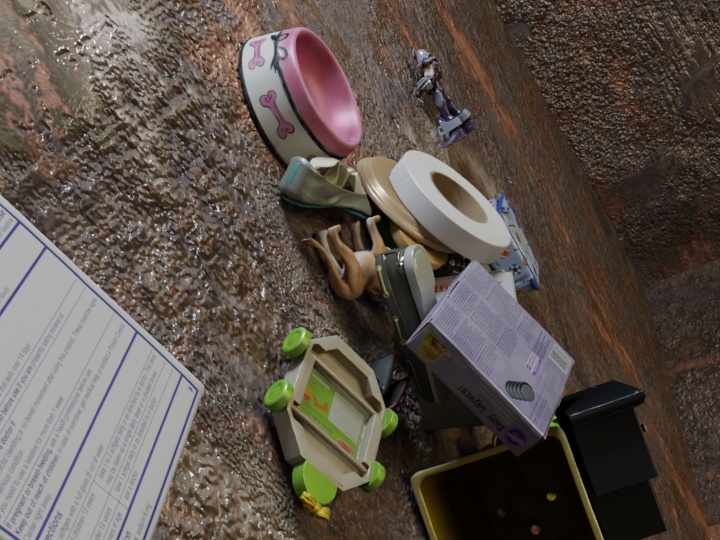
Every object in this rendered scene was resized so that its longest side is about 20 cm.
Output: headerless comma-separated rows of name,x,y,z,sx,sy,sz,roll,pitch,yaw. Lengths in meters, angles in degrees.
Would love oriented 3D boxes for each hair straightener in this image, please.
hair straightener,0.005,0.147,1.082,0.077,0.041,0.200,59,28,-10

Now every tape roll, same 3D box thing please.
tape roll,0.130,-0.093,1.342,0.202,0.037,0.204,34,25,-18

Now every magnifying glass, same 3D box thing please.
magnifying glass,0.070,-0.017,1.317,0.079,0.022,0.201,21,28,-29

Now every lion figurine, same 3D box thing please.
lion figurine,0.000,0.000,1.177,0.199,0.072,0.124,-17,93,-54

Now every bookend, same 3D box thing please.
bookend,0.317,0.247,1.139,0.200,0.091,0.201,34,37,-83

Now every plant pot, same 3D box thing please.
plant pot,0.199,0.310,1.178,0.200,0.194,0.196,19,51,-75

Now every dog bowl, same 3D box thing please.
dog bowl,-0.069,-0.219,1.199,0.200,0.073,0.201,49,27,-37

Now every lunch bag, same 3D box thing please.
lunch bag,0.297,-0.055,1.882,0.201,0.075,0.160,63,20,-14

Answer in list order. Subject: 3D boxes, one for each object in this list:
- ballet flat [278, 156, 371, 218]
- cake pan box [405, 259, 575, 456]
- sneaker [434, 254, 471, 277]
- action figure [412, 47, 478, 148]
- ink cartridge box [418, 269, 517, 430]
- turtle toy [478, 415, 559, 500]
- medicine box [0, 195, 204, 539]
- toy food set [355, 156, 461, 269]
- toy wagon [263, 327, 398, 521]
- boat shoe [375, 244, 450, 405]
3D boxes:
ballet flat,-0.031,-0.106,1.173,0.199,0.067,0.064,5,109,-63
cake pan box,0.162,0.096,1.115,0.184,0.052,0.200,46,32,-1
sneaker,0.139,-0.008,1.464,0.200,0.081,0.074,43,34,-43
action figure,0.152,-0.348,1.841,0.201,0.069,0.130,61,30,-5
ink cartridge box,0.148,0.105,1.270,0.085,0.143,0.202,78,9,-48
turtle toy,0.250,0.277,1.348,0.145,0.201,0.101,35,37,19
medicine box,-0.207,0.086,0.525,0.200,0.102,0.183,47,28,-23
toy food set,0.070,-0.088,1.350,0.200,0.049,0.198,45,24,10
toy wagon,-0.034,0.159,0.938,0.155,0.039,0.201,45,40,-25
boat shoe,0.067,0.069,1.153,0.072,0.060,0.204,-36,115,-61
